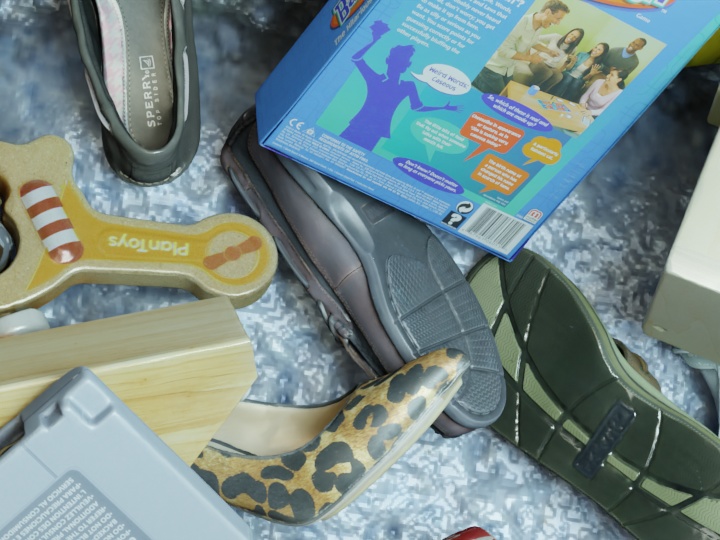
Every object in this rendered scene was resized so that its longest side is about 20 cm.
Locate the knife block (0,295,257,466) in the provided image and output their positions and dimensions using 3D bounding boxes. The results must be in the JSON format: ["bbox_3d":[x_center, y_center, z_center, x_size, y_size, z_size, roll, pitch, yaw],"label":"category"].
[{"bbox_3d":[-0.170,0.063,1.303,0.176,0.064,0.200,34,99,-22],"label":"knife block"}]

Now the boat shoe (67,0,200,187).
[{"bbox_3d":[-0.115,-0.141,1.432,0.067,0.057,0.200,-10,82,-7],"label":"boat shoe"}]

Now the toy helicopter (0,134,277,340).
[{"bbox_3d":[-0.140,-0.004,1.380,0.200,0.079,0.132,5,61,-7],"label":"toy helicopter"}]

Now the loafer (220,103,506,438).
[{"bbox_3d":[0.000,0.000,1.420,0.072,0.063,0.200,-21,77,-51],"label":"loafer"}]

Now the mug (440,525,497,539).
[{"bbox_3d":[0.003,0.222,1.337,0.200,0.178,0.133,-27,119,-14],"label":"mug"}]

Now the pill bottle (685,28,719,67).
[{"bbox_3d":[0.149,-0.156,1.433,0.200,0.112,0.113,-8,82,-7],"label":"pill bottle"}]

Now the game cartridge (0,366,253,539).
[{"bbox_3d":[-0.153,0.151,1.285,0.200,0.040,0.133,-40,110,6],"label":"game cartridge"}]

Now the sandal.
[{"bbox_3d":[0.120,0.073,1.420,0.201,0.057,0.080,47,104,17],"label":"sandal"}]

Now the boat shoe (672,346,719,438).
[{"bbox_3d":[0.191,0.022,1.439,0.071,0.070,0.201,9,80,12],"label":"boat shoe"}]

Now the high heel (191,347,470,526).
[{"bbox_3d":[-0.056,0.058,1.368,0.200,0.071,0.143,-38,91,22],"label":"high heel"}]

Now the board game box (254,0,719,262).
[{"bbox_3d":[0.067,-0.109,1.355,0.152,0.200,0.045,25,35,-25],"label":"board game box"}]

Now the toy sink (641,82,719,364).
[{"bbox_3d":[0.216,-0.056,1.354,0.112,0.130,0.200,22,78,6],"label":"toy sink"}]
